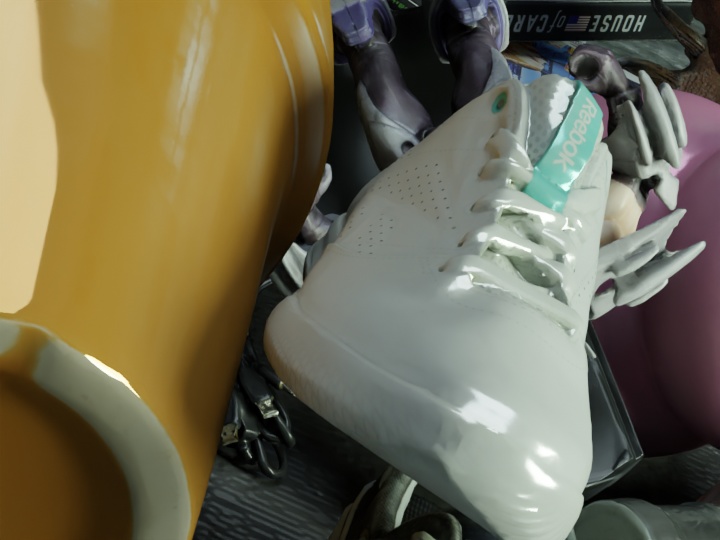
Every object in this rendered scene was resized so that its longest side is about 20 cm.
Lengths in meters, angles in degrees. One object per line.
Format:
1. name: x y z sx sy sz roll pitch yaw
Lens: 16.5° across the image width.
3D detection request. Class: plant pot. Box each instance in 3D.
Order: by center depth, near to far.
1. plant pot: -0.101 -0.009 0.588 0.199 0.201 0.184 17 39 -20

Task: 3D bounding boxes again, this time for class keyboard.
1. keyboard: 0.000 0.000 0.775 0.126 0.021 0.201 -11 53 -12

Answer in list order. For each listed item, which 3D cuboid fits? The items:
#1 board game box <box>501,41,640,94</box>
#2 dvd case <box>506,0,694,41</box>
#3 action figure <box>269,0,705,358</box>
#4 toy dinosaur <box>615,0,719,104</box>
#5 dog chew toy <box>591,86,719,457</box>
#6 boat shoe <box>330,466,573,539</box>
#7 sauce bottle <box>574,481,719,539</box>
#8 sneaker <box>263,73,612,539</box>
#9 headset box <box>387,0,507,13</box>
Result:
1. board game box: 0.083 -0.030 0.976 0.199 0.062 0.200 27 24 0
2. dvd case: 0.030 -0.157 1.065 0.149 0.025 0.200 -5 37 -40
3. action figure: 0.026 -0.040 0.749 0.129 0.070 0.201 -15 51 -5
4. toy dinosaur: 0.150 -0.090 0.909 0.085 0.201 0.136 -20 42 -20
5. dog chew toy: 0.128 0.007 0.800 0.124 0.126 0.199 3 6 -44
6. boat shoe: 0.018 0.087 0.600 0.072 0.071 0.200 22 20 -11
7. sauce bottle: 0.143 0.093 0.765 0.199 0.066 0.066 2 31 -41
8. sneaker: 0.029 -0.004 0.581 0.075 0.089 0.200 36 11 -12
9. headset box: -0.029 -0.130 0.912 0.092 0.200 0.174 30 16 -36
